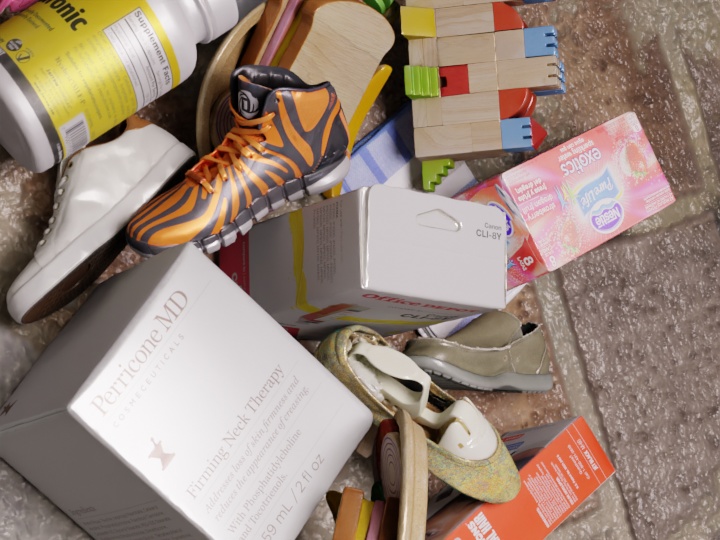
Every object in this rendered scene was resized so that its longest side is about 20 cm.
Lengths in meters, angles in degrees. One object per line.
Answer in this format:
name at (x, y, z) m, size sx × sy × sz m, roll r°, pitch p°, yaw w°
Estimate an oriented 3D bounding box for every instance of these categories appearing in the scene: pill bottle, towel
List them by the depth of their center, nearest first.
pill bottle at (-0.196, -0.171, 1.543) m, size 0.200 × 0.111 × 0.111 m, roll -35°, pitch 100°, yaw -18°
towel at (0.063, -0.037, 1.765) m, size 0.147 × 0.024 × 0.200 m, roll -42°, pitch 103°, yaw -33°

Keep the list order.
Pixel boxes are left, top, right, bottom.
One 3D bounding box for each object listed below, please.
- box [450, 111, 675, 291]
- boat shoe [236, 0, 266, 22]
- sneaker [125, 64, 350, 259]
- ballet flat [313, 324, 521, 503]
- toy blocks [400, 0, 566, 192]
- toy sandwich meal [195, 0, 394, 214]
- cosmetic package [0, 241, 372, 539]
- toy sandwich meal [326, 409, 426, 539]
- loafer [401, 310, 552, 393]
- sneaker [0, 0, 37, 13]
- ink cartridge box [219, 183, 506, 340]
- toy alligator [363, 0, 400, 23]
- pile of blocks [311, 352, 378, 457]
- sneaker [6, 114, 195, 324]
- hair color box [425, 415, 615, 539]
box at (0.170, -0.057, 1.773) m, size 0.200 × 0.103 × 0.095 m, roll -27°, pitch 90°, yaw -44°
boat shoe at (-0.137, -0.229, 1.649) m, size 0.200 × 0.070 × 0.071 m, roll -20°, pitch 113°, yaw -11°
sneaker at (-0.100, -0.092, 1.543) m, size 0.200 × 0.078 × 0.112 m, roll -31°, pitch 133°, yaw -26°
ballet flat at (0.052, 0.112, 1.604) m, size 0.200 × 0.071 × 0.071 m, roll 36°, pitch 61°, yaw 0°
toy blocks at (0.113, -0.174, 1.725) m, size 0.100 × 0.136 × 0.200 m, roll 18°, pitch 69°, yaw -76°
toy sandwich meal at (-0.048, -0.137, 1.636) m, size 0.205 × 0.070 × 0.205 m, roll -27°, pitch 128°, yaw -39°
cosmetic package at (-0.137, 0.117, 1.513) m, size 0.200 × 0.166 × 0.167 m, roll 44°, pitch 60°, yaw -17°
toy sandwich meal at (0.003, 0.199, 1.485) m, size 0.070 × 0.205 × 0.206 m, roll 6°, pitch 75°, yaw -4°
loafer at (0.096, 0.067, 1.711) m, size 0.200 × 0.075 × 0.070 m, roll 8°, pitch 83°, yaw -57°
sneaker at (-0.337, -0.246, 1.520) m, size 0.200 × 0.074 × 0.088 m, roll 3°, pitch 47°, yaw -17°
ink cartridge box at (0.000, 0.000, 1.604) m, size 0.145 × 0.200 × 0.084 m, roll 8°, pitch 75°, yaw -35°
toy alligator at (0.018, -0.248, 1.762) m, size 0.059 × 0.054 × 0.200 m, roll 48°, pitch 59°, yaw -16°
pile of blocks at (-0.008, 0.119, 1.673) m, size 0.200 × 0.082 × 0.062 m, roll 21°, pitch 112°, yaw -19°
sneaker at (-0.220, -0.043, 1.565) m, size 0.085 × 0.073 × 0.200 m, roll 38°, pitch 60°, yaw 5°
hair color box at (0.106, 0.205, 1.688) m, size 0.200 × 0.111 × 0.064 m, roll -39°, pitch 100°, yaw -34°
